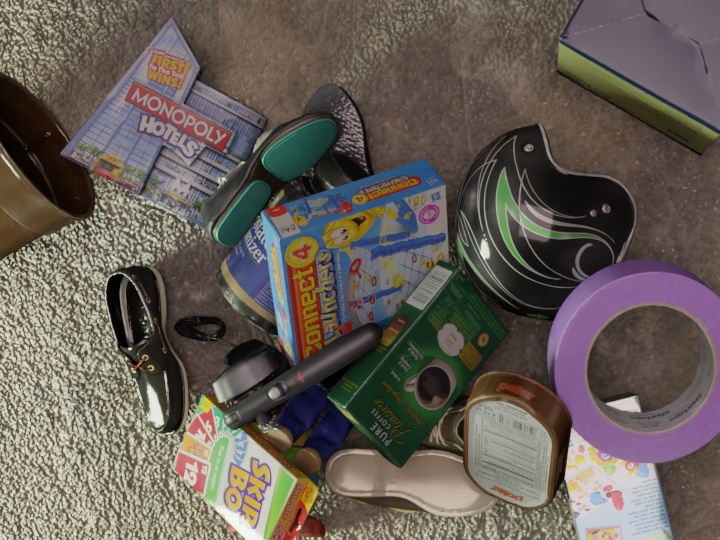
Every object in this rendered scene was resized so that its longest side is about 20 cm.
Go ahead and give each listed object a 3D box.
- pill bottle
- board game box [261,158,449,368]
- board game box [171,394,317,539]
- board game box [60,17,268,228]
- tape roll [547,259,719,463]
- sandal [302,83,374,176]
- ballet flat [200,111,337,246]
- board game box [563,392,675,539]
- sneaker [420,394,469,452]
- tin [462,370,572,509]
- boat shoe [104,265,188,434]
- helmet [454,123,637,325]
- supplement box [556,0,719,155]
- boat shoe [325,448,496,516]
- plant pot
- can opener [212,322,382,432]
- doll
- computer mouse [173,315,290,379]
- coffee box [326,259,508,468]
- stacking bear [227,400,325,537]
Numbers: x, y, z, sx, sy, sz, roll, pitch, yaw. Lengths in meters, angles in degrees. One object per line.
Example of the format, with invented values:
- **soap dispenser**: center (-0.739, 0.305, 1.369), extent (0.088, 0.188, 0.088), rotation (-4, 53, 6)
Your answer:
- **pill bottle**: center (-0.065, -0.034, 1.620), extent (0.112, 0.112, 0.200), rotation (43, 105, 7)
- **board game box**: center (0.000, 0.000, 1.564), extent (0.193, 0.202, 0.056), rotation (-19, 40, -16)
- **board game box**: center (-0.129, 0.228, 1.573), extent (0.199, 0.030, 0.097), rotation (34, 104, 37)
- **board game box**: center (-0.217, -0.180, 1.671), extent (0.198, 0.062, 0.202), rotation (26, 92, -4)
- **tape roll**: center (0.295, 0.094, 1.480), extent (0.197, 0.066, 0.203), rotation (0, 103, 0)
- **sandal**: center (-0.014, -0.119, 1.675), extent (0.075, 0.043, 0.203), rotation (-19, 95, 13)
- **ballet flat**: center (-0.112, -0.118, 1.642), extent (0.073, 0.073, 0.200), rotation (44, 96, 7)
- **board game box**: center (0.280, 0.247, 1.583), extent (0.103, 0.103, 0.203), rotation (-14, 85, 5)
- **sneaker**: center (0.102, 0.170, 1.617), extent (0.197, 0.090, 0.068), rotation (5, 89, 8)
- **tin**: center (0.162, 0.182, 1.504), extent (0.111, 0.201, 0.042), rotation (23, 54, 21)
- **boat shoe**: center (-0.254, 0.095, 1.673), extent (0.073, 0.063, 0.205), rotation (-16, 84, 30)
- **helmet**: center (0.194, -0.051, 1.568), extent (0.188, 0.200, 0.202), rotation (23, 91, 2)
- **supplement box**: center (0.330, -0.242, 1.549), extent (0.198, 0.200, 0.135), rotation (31, 92, 8)
- **boat shoe**: center (0.060, 0.244, 1.635), extent (0.197, 0.060, 0.073), rotation (5, 75, 7)
- **plant pot**: center (-0.448, -0.093, 1.659), extent (0.197, 0.200, 0.202), rotation (-32, 84, 12)
- **can opener**: center (-0.064, 0.110, 1.521), extent (0.198, 0.063, 0.079), rotation (-26, 99, 11)
- **doll**: center (-0.016, 0.140, 1.610), extent (0.136, 0.049, 0.200), rotation (37, 56, 5)
- **computer mouse**: center (-0.148, 0.096, 1.637), extent (0.058, 0.199, 0.034), rotation (-30, 125, -29)
- **coffee box**: center (0.064, 0.102, 1.564), extent (0.201, 0.123, 0.044), rotation (-51, 38, -10)
- **stacking bear**: center (-0.093, 0.200, 1.638), extent (0.112, 0.122, 0.203), rotation (2, 79, 2)
